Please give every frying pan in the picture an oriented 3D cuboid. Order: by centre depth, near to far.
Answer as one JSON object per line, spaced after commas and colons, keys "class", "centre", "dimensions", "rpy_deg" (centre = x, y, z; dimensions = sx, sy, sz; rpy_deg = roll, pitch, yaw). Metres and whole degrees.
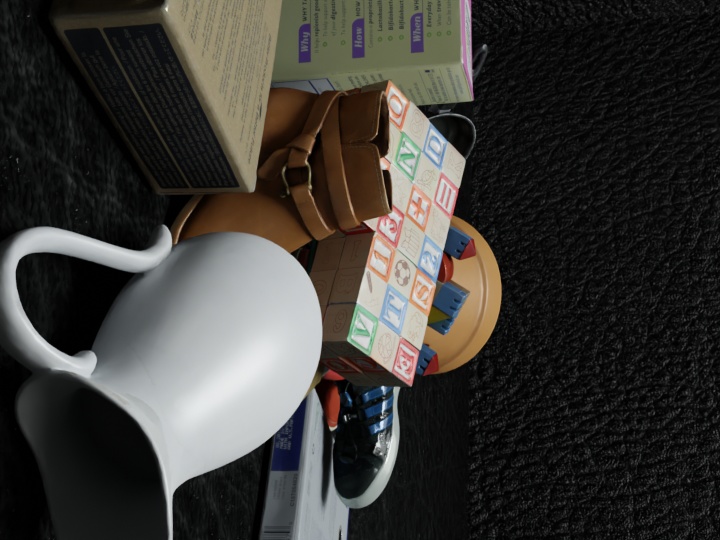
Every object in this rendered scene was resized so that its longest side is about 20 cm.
{"class": "frying pan", "centre": [0.058, -0.134, 0.894], "dimensions": [0.191, 0.113, 0.031], "rpy_deg": [85, -21, -59]}

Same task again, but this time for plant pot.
{"class": "plant pot", "centre": [0.054, 0.024, 1.128], "dimensions": [0.139, 0.196, 0.205], "rpy_deg": [7, 81, -62]}

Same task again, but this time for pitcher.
{"class": "pitcher", "centre": [-0.106, 0.035, 0.515], "dimensions": [0.200, 0.119, 0.175], "rpy_deg": [-48, 121, -58]}

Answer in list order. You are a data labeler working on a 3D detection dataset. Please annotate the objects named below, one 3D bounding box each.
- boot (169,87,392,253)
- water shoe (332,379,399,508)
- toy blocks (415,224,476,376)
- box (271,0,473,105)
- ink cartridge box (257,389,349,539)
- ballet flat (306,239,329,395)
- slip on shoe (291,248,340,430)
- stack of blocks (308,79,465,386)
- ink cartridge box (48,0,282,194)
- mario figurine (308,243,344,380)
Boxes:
{"class": "boot", "centre": [-0.051, -0.032, 0.653], "dimensions": [0.074, 0.151, 0.205], "rpy_deg": [34, 54, -74]}
{"class": "water shoe", "centre": [-0.004, 0.121, 0.909], "dimensions": [0.078, 0.071, 0.204], "rpy_deg": [31, 62, -42]}
{"class": "toy blocks", "centre": [0.054, 0.017, 1.007], "dimensions": [0.203, 0.135, 0.100], "rpy_deg": [-62, 168, 11]}
{"class": "box", "centre": [-0.006, -0.235, 0.802], "dimensions": [0.097, 0.195, 0.180], "rpy_deg": [34, 54, -76]}
{"class": "ink cartridge box", "centre": [-0.051, 0.245, 0.895], "dimensions": [0.201, 0.040, 0.203], "rpy_deg": [73, 18, -54]}
{"class": "ballet flat", "centre": [-0.024, 0.024, 0.772], "dimensions": [0.069, 0.062, 0.204], "rpy_deg": [124, -21, -76]}
{"class": "slip on shoe", "centre": [-0.036, 0.074, 0.950], "dimensions": [0.074, 0.060, 0.204], "rpy_deg": [-71, 157, -65]}
{"class": "stack of blocks", "centre": [0.009, -0.026, 0.732], "dimensions": [0.115, 0.058, 0.204], "rpy_deg": [36, 60, -42]}
{"class": "ink cartridge box", "centre": [-0.108, -0.175, 0.593], "dimensions": [0.166, 0.073, 0.204], "rpy_deg": [72, 19, -58]}
{"class": "mario figurine", "centre": [0.000, 0.000, 0.846], "dimensions": [0.105, 0.122, 0.203], "rpy_deg": [35, 68, -32]}
